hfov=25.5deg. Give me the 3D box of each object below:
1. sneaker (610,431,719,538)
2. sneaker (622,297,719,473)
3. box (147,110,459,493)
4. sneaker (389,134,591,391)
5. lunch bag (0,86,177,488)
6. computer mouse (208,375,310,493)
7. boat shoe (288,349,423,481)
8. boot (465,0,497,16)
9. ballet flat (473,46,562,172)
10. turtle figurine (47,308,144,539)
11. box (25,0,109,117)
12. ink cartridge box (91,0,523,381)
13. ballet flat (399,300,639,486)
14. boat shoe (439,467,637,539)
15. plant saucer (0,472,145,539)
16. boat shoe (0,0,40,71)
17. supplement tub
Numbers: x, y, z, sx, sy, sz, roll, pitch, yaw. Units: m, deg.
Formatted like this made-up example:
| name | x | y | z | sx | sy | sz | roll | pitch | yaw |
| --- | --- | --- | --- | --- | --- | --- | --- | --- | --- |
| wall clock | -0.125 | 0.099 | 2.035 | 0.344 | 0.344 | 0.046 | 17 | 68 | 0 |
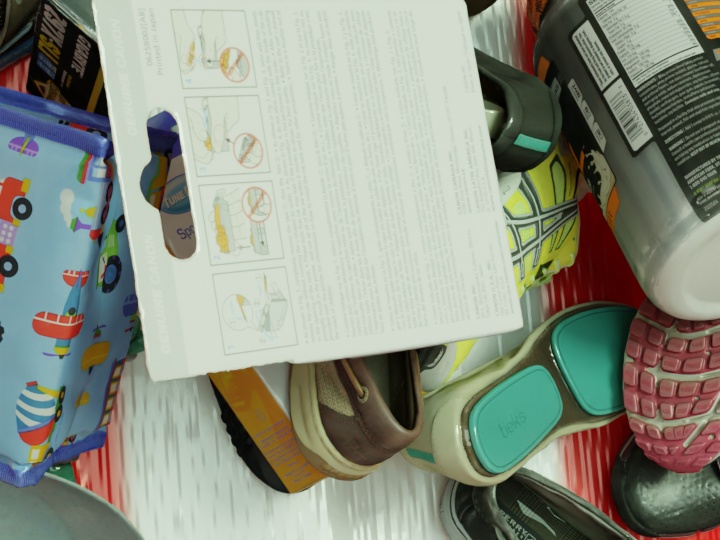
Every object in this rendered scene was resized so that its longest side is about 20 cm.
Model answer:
| name | x | y | z | sx | sy | sz | roll | pitch | yaw |
| --- | --- | --- | --- | --- | --- | --- | --- | --- | --- |
| sneaker | 0.240 | 0.086 | 0.875 | 0.200 | 0.116 | 0.076 | -23 | 87 | -18 |
| sneaker | 0.202 | 0.020 | 0.882 | 0.081 | 0.075 | 0.200 | 8 | 66 | 26 |
| box | -0.047 | 0.002 | 0.831 | 0.119 | 0.041 | 0.200 | -35 | 88 | -43 |
| sneaker | 0.078 | -0.013 | 0.851 | 0.076 | 0.075 | 0.200 | 36 | 57 | -11 |
| lunch bag | -0.201 | -0.013 | 0.700 | 0.200 | 0.094 | 0.151 | 16 | 99 | 11 |
| computer mouse | -0.065 | 0.023 | 0.848 | 0.059 | 0.034 | 0.200 | -23 | 87 | -16 |
| boat shoe | 0.000 | 0.000 | 0.792 | 0.072 | 0.072 | 0.200 | 14 | 59 | -32 |
| boot | 0.071 | -0.228 | 0.904 | 0.200 | 0.077 | 0.156 | -10 | 83 | -16 |
| ballet flat | 0.011 | -0.108 | 0.825 | 0.200 | 0.068 | 0.068 | 24 | 106 | 24 |
| turtle figurine | -0.174 | 0.032 | 0.783 | 0.149 | 0.101 | 0.200 | 3 | 92 | 0 |
| box | -0.086 | -0.168 | 0.809 | 0.049 | 0.160 | 0.200 | 41 | 72 | -6 |
| ink cartridge box | -0.026 | -0.040 | 0.703 | 0.200 | 0.057 | 0.163 | -7 | 85 | -32 |
| ballet flat | 0.092 | 0.065 | 0.859 | 0.200 | 0.069 | 0.070 | -18 | 85 | -47 |
| boat shoe | 0.129 | 0.175 | 0.853 | 0.200 | 0.071 | 0.072 | 36 | 74 | -7 |
| plant saucer | -0.194 | 0.151 | 0.745 | 0.201 | 0.039 | 0.201 | -7 | 127 | -10 |
| boat shoe | -0.193 | -0.141 | 0.821 | 0.072 | 0.072 | 0.200 | 39 | 73 | -6 |
| supplement tub | 0.167 | -0.085 | 0.834 | 0.122 | 0.123 | 0.200 | -10 | 55 | -16 |
